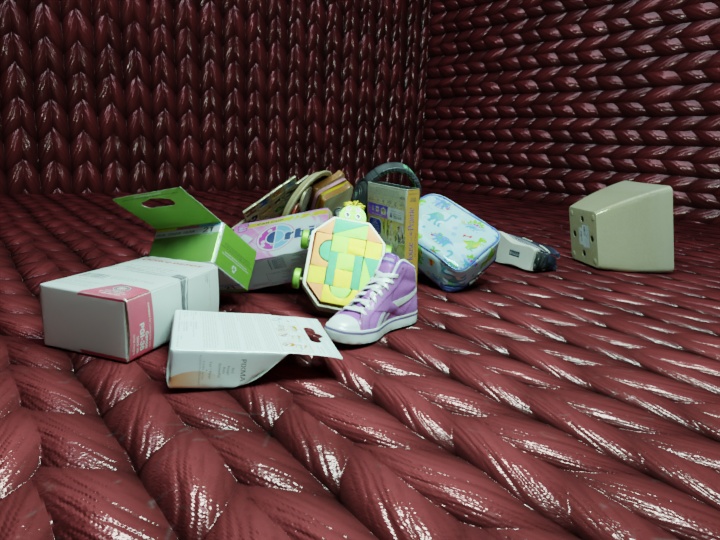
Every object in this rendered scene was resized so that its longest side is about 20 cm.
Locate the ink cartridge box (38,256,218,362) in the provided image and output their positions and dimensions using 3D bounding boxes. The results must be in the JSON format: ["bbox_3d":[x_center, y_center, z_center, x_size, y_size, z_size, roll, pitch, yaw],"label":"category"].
[{"bbox_3d":[-0.308,0.044,0.789,0.143,0.085,0.200,6,14,19],"label":"ink cartridge box"}]

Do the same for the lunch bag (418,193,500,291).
[{"bbox_3d":[0.170,-0.061,1.140,0.160,0.083,0.199,-36,57,-28],"label":"lunch bag"}]

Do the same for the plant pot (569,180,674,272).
[{"bbox_3d":[0.628,-0.100,1.403,0.173,0.205,0.200,-10,14,-4],"label":"plant pot"}]

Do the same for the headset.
[{"bbox_3d":[0.022,-0.127,1.094,0.123,0.199,0.095,44,11,-39],"label":"headset"}]

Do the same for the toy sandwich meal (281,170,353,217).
[{"bbox_3d":[-0.098,-0.129,1.250,0.070,0.208,0.205,34,21,12],"label":"toy sandwich meal"}]

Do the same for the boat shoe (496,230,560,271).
[{"bbox_3d":[0.390,-0.044,1.377,0.091,0.076,0.200,4,19,-28],"label":"boat shoe"}]

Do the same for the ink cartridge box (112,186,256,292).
[{"bbox_3d":[-0.282,-0.039,0.899,0.145,0.077,0.200,-4,-27,25],"label":"ink cartridge box"}]

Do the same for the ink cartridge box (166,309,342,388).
[{"bbox_3d":[-0.136,0.096,0.709,0.195,0.051,0.162,8,10,-18],"label":"ink cartridge box"}]

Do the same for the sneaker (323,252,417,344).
[{"bbox_3d":[0.017,0.034,0.831,0.071,0.117,0.199,12,17,33],"label":"sneaker"}]

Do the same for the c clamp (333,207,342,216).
[{"bbox_3d":[-0.028,-0.090,1.185,0.167,0.028,0.201,8,30,7],"label":"c clamp"}]

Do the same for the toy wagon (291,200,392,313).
[{"bbox_3d":[-0.025,-0.029,0.933,0.151,0.205,0.040,10,-20,-2],"label":"toy wagon"}]

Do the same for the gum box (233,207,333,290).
[{"bbox_3d":[-0.135,-0.040,1.030,0.195,0.067,0.115,-10,41,9],"label":"gum box"}]

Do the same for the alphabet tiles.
[{"bbox_3d":[-0.187,-0.125,1.217,0.199,0.006,0.167,-38,-13,-16],"label":"alphabet tiles"}]

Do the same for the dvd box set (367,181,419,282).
[{"bbox_3d":[0.053,-0.045,0.983,0.029,0.205,0.146,-6,14,-24],"label":"dvd box set"}]

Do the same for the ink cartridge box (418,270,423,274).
[{"bbox_3d":[0.044,-0.049,1.270,0.195,0.086,0.145,1,12,-6],"label":"ink cartridge box"}]
